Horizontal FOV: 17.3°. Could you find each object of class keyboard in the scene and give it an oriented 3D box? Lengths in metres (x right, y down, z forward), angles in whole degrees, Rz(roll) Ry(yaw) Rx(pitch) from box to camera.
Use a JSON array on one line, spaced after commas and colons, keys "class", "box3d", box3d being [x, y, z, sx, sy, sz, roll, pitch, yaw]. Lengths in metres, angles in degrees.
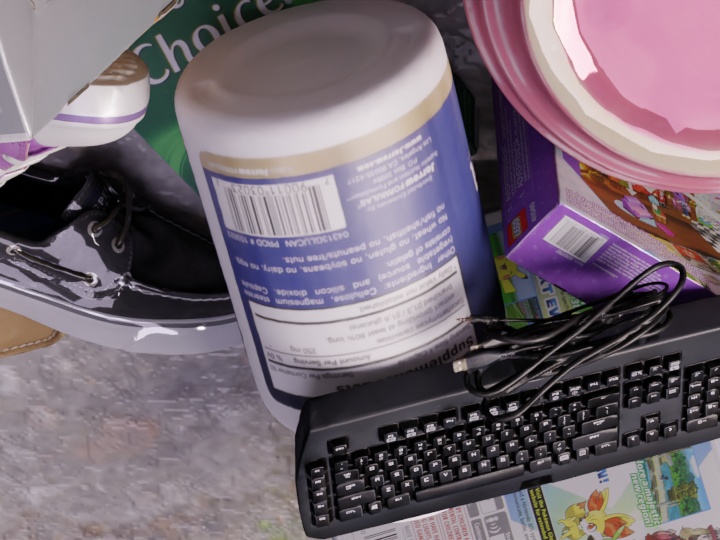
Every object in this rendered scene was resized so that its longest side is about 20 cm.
[{"class": "keyboard", "box3d": [0.071, 0.059, 0.932, 0.198, 0.040, 0.105, -15, 132, -8]}]

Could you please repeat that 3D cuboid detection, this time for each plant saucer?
[{"class": "plant saucer", "box3d": [0.135, -0.113, 0.886, 0.199, 0.051, 0.202, 2, 121, 3]}]

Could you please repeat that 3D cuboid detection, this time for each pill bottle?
[{"class": "pill bottle", "box3d": [0.000, 0.000, 0.969, 0.110, 0.111, 0.201, -9, 120, 9]}]

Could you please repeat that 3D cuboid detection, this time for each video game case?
[{"class": "video game case", "box3d": [0.068, 0.074, 1.062, 0.181, 0.202, 0.022, -16, 173, 0]}]

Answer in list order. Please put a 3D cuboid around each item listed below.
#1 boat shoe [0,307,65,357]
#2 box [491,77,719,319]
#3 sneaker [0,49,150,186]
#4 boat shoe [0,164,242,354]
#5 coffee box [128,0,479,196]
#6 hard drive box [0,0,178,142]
[{"class": "boat shoe", "box3d": [-0.230, 0.028, 1.106, 0.198, 0.067, 0.074, -3, 132, 3]}, {"class": "box", "box3d": [0.146, -0.015, 1.015, 0.199, 0.137, 0.039, 29, 125, -22]}, {"class": "sneaker", "box3d": [-0.161, -0.041, 0.976, 0.199, 0.072, 0.115, 6, 107, 37]}, {"class": "boat shoe", "box3d": [-0.133, -0.020, 1.068, 0.198, 0.070, 0.067, 17, 132, -4]}, {"class": "coffee box", "box3d": [-0.053, -0.099, 1.006, 0.122, 0.044, 0.200, -26, 125, 23]}, {"class": "hard drive box", "box3d": [-0.183, -0.109, 0.888, 0.199, 0.156, 0.077, -2, 117, 25]}]
